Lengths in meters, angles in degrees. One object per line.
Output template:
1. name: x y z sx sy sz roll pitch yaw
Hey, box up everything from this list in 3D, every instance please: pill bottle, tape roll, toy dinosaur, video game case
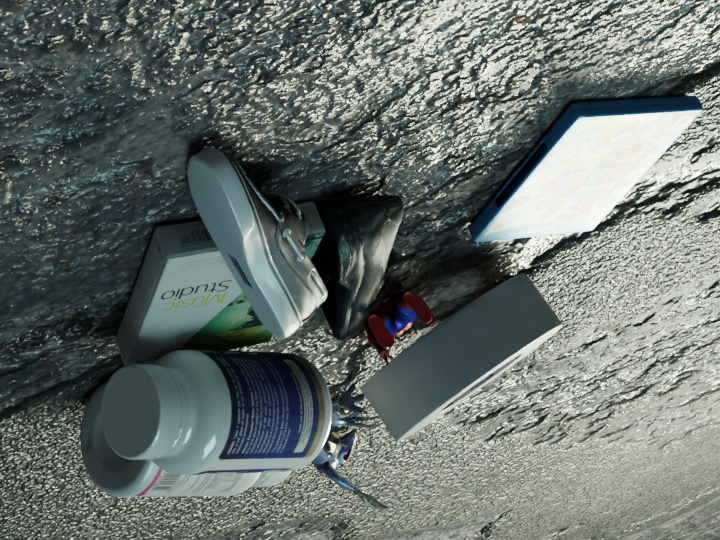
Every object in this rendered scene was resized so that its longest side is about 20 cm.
1. pill bottle: -0.160 0.161 1.788 0.200 0.113 0.113 7 143 -47
2. tape roll: 0.099 0.086 1.824 0.200 0.066 0.200 -35 173 -5
3. toy dinosaur: -0.041 0.173 2.005 0.200 0.105 0.181 25 157 -9
4. video game case: 0.202 -0.090 1.682 0.143 0.018 0.200 -7 152 -32
5. pill bottle: -0.130 0.126 1.661 0.200 0.111 0.111 5 145 -48

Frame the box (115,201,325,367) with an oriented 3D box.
1. box: -0.125 0.015 1.610 0.144 0.036 0.200 -10 155 -23

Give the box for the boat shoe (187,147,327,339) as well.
1. boat shoe: -0.075 -0.032 1.482 0.068 0.072 0.200 -39 132 -16

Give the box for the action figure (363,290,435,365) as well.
1. action figure: 0.034 0.048 1.737 0.065 0.052 0.200 -38 -178 0

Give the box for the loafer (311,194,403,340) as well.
1. loafer: 0.000 0.000 1.642 0.072 0.073 0.200 -20 157 -15
